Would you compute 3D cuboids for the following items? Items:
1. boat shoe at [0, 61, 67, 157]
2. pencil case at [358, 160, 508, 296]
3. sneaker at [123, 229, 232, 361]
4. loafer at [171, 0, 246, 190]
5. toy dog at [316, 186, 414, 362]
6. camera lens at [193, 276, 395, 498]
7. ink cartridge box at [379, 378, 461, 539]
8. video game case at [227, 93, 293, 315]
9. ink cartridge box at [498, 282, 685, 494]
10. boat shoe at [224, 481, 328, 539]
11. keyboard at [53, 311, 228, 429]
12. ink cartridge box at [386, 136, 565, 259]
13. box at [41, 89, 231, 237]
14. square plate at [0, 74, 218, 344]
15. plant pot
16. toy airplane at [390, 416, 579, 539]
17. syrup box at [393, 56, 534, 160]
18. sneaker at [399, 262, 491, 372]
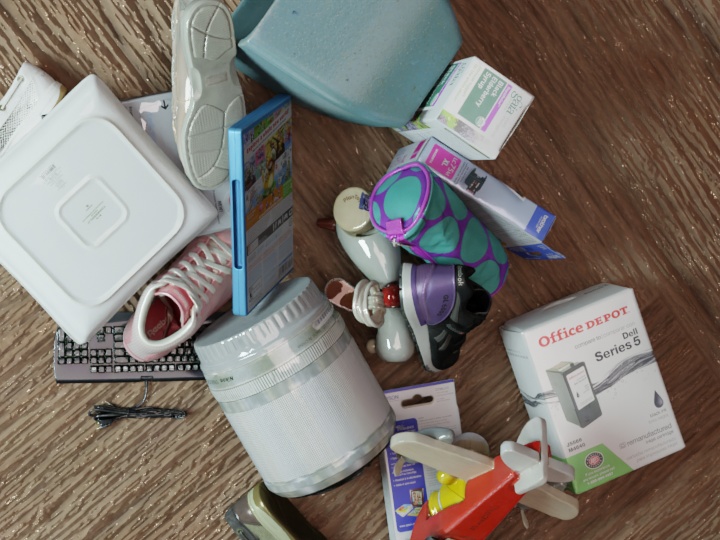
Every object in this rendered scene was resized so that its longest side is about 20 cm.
[{"bbox_3d":[-0.393,-0.132,1.523,0.069,0.071,0.200,40,76,-9],"label":"boat shoe"},{"bbox_3d":[0.085,-0.036,1.574,0.200,0.085,0.093,39,67,-49],"label":"pencil case"},{"bbox_3d":[-0.173,0.014,1.551,0.075,0.105,0.200,41,77,-4],"label":"sneaker"},{"bbox_3d":[-0.159,-0.183,1.471,0.072,0.063,0.201,-13,120,-28],"label":"loafer"},{"bbox_3d":[0.000,0.000,1.598,0.132,0.096,0.201,37,48,-48],"label":"toy dog"},{"bbox_3d":[-0.067,0.128,1.554,0.160,0.160,0.200,-31,102,-9],"label":"camera lens"},{"bbox_3d":[0.072,0.227,1.658,0.094,0.037,0.201,-9,97,-13],"label":"ink cartridge box"},{"bbox_3d":[-0.103,-0.071,1.529,0.018,0.143,0.201,7,113,17],"label":"video game case"},{"bbox_3d":[0.265,0.133,1.671,0.145,0.084,0.201,-21,97,-11],"label":"ink cartridge box"},{"bbox_3d":[-0.075,0.320,1.618,0.066,0.072,0.201,-29,113,19],"label":"boat shoe"},{"bbox_3d":[-0.234,0.109,1.592,0.199,0.021,0.128,-1,93,-12],"label":"keyboard"},{"bbox_3d":[0.133,-0.076,1.614,0.200,0.119,0.042,33,80,-12],"label":"ink cartridge box"},{"bbox_3d":[-0.217,-0.104,1.513,0.199,0.041,0.157,-14,104,-19],"label":"box"},{"bbox_3d":[-0.272,-0.058,1.461,0.200,0.028,0.198,-45,113,-10],"label":"square plate"},{"bbox_3d":[-0.012,-0.254,1.544,0.200,0.196,0.197,37,85,-18],"label":"plant pot"},{"bbox_3d":[0.136,0.223,1.586,0.198,0.141,0.200,-13,129,-1],"label":"toy airplane"},{"bbox_3d":[0.104,-0.170,1.562,0.081,0.200,0.079,32,86,-12],"label":"syrup box"},{"bbox_3d":[0.102,0.055,1.575,0.087,0.200,0.076,-6,64,11],"label":"sneaker"}]
